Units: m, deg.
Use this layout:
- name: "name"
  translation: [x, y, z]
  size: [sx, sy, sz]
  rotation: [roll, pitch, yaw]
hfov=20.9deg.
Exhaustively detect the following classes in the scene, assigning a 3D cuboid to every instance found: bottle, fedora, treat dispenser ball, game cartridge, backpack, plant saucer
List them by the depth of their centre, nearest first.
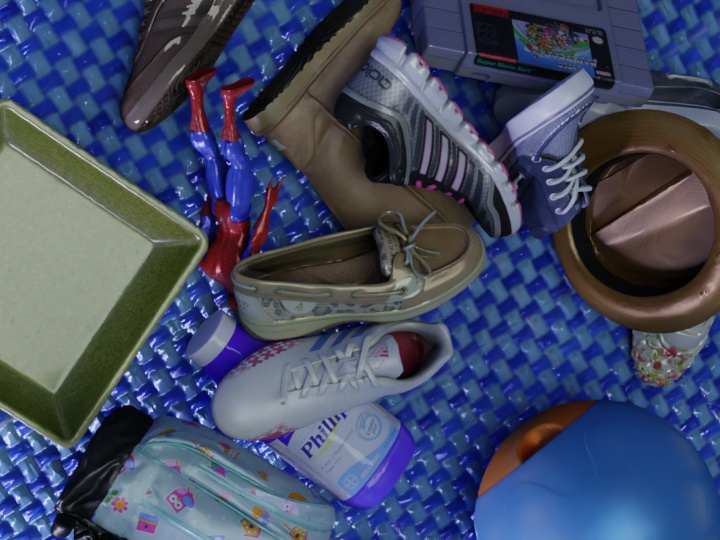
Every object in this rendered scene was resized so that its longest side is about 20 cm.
- name: "backpack"
  translation: [-0.122, 0.186, 1.478]
  size: [0.200, 0.167, 0.127]
  rotation: [29, 97, -3]
- name: "plant saucer"
  translation: [-0.252, 0.001, 1.498]
  size: [0.200, 0.048, 0.200]
  rotation: [35, 86, -19]
- name: "bottle"
  translation: [-0.050, 0.108, 1.569]
  size: [0.200, 0.065, 0.084]
  rotation: [40, 77, -18]
- name: "game cartridge"
  translation: [0.136, -0.201, 1.570]
  size: [0.200, 0.130, 0.038]
  rotation: [8, 139, -19]
- name: "treat dispenser ball"
  translation: [0.193, 0.205, 1.591]
  size: [0.201, 0.201, 0.201]
  rotation: [-2, 98, -18]
- name: "fedora"
  translation: [0.250, -0.046, 1.607]
  size: [0.082, 0.200, 0.201]
  rotation: [-21, 105, -48]

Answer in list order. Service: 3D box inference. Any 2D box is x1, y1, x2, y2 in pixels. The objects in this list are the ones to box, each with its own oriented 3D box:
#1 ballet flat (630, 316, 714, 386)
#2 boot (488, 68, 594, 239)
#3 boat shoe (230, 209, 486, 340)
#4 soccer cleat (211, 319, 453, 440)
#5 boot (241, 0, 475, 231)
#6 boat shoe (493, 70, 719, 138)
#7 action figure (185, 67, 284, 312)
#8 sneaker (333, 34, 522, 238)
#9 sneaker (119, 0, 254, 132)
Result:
- name: "ballet flat"
  translation: [0.284, 0.006, 1.668]
  size: [0.076, 0.064, 0.200]
  rotation: [15, 93, -20]
- name: "boot"
  translation: [0.157, -0.089, 1.534]
  size: [0.073, 0.200, 0.090]
  rotation: [-36, 87, -16]
- name: "boat shoe"
  translation: [0.000, 0.000, 1.507]
  size: [0.200, 0.073, 0.063]
  rotation: [-17, 139, -5]
- name: "soccer cleat"
  translation: [-0.019, 0.076, 1.502]
  size: [0.200, 0.086, 0.070]
  rotation: [-18, 88, -30]
- name: "boot"
  translation: [0.024, -0.110, 1.571]
  size: [0.175, 0.066, 0.200]
  rotation: [-47, 111, -3]
- name: "boat shoe"
  translation: [0.209, -0.144, 1.624]
  size: [0.200, 0.072, 0.068]
  rotation: [5, 62, -5]
- name: "action figure"
  translation: [-0.100, -0.057, 1.525]
  size: [0.052, 0.065, 0.200]
  rotation: [-33, 130, -48]
- name: "sneaker"
  translation: [0.048, -0.088, 1.514]
  size: [0.087, 0.074, 0.200]
  rotation: [-40, 121, -1]
- name: "sneaker"
  translation: [-0.137, -0.202, 1.511]
  size: [0.075, 0.070, 0.200]
  rotation: [36, 88, 7]
